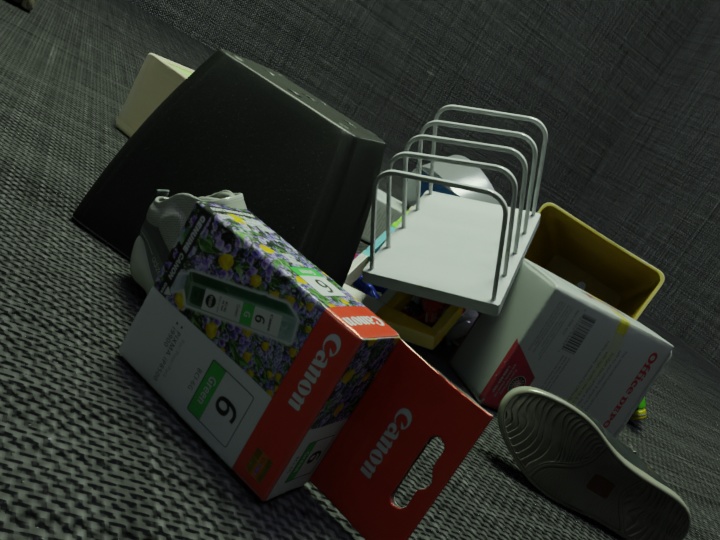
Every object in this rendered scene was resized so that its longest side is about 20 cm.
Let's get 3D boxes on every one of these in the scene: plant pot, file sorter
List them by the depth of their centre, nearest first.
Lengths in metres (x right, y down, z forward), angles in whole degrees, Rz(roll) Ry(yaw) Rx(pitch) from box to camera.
[{"bbox_3d":[-0.086,-0.075,0.639,0.199,0.178,0.200,34,12,7],"label":"plant pot"},{"bbox_3d":[0.103,-0.072,0.733,0.138,0.126,0.200,13,34,19],"label":"file sorter"},{"bbox_3d":[0.316,0.048,1.110,0.199,0.201,0.176,36,2,19],"label":"plant pot"}]

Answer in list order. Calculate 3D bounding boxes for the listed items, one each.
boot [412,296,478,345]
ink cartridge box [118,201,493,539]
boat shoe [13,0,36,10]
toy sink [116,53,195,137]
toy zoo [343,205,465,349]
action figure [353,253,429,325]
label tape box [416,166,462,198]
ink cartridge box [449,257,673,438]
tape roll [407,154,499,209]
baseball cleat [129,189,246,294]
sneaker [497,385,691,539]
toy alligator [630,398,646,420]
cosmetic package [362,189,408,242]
[{"bbox_3d":[0.108,0.051,0.893,0.200,0.073,0.096,32,33,-78],"label":"boot"},{"bbox_3d":[-0.039,0.060,0.402,0.200,0.110,0.050,38,15,25],"label":"ink cartridge box"},{"bbox_3d":[-0.623,-0.532,1.297,0.073,0.075,0.200,21,16,-39],"label":"boat shoe"},{"bbox_3d":[-0.181,-0.172,0.910,0.199,0.113,0.130,37,15,22],"label":"toy sink"},{"bbox_3d":[0.057,0.009,0.771,0.130,0.021,0.200,25,47,23],"label":"toy zoo"},{"bbox_3d":[0.000,0.000,0.839,0.065,0.052,0.200,-8,37,-45],"label":"action figure"},{"bbox_3d":[0.143,-0.037,0.984,0.063,0.201,0.144,-23,40,-21],"label":"label tape box"},{"bbox_3d":[0.222,0.095,0.794,0.199,0.146,0.083,25,13,-28],"label":"ink cartridge box"},{"bbox_3d":[0.147,-0.075,1.128,0.066,0.202,0.200,-21,38,-18],"label":"tape roll"},{"bbox_3d":[-0.083,0.011,0.490,0.199,0.107,0.070,31,26,19],"label":"baseball cleat"},{"bbox_3d":[0.197,0.167,0.659,0.200,0.075,0.106,40,8,-7],"label":"sneaker"},{"bbox_3d":[0.398,0.182,1.085,0.054,0.060,0.200,-7,1,20],"label":"toy alligator"},{"bbox_3d":[-0.015,-0.106,1.138,0.199,0.072,0.102,27,14,-23],"label":"cosmetic package"}]
